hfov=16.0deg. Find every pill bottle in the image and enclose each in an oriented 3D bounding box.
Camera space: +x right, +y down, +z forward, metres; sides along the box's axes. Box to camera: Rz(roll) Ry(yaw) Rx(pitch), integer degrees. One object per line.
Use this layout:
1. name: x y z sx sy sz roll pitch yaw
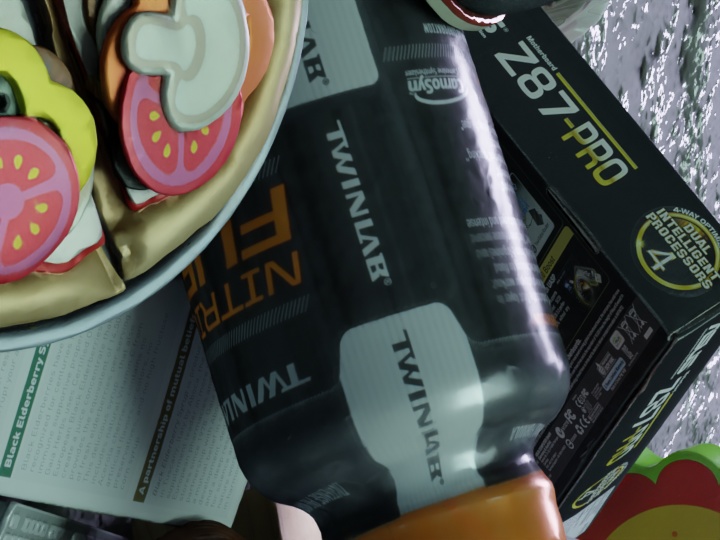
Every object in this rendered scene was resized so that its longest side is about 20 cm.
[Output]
1. pill bottle: 0.000 0.000 0.772 0.106 0.106 0.201 3 66 -63

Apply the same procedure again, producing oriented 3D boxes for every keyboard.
1. keyboard: -0.104 0.108 0.837 0.200 0.011 0.057 63 43 -80

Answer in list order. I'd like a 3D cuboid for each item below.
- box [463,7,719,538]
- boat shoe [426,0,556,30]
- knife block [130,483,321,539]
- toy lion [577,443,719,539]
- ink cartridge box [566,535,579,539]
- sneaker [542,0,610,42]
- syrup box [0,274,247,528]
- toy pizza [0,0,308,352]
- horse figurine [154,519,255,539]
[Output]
1. box: 0.045 0.001 0.899 0.049 0.161 0.200 -31 161 -27
2. boat shoe: 0.067 -0.118 0.801 0.200 0.062 0.072 -15 91 -62
3. knife block: -0.023 0.170 0.961 0.200 0.064 0.177 7 71 -64
4. toy lion: 0.106 0.148 1.075 0.200 0.192 0.069 -52 161 22
5. ink cartridge box: 0.034 0.156 0.826 0.200 0.146 0.086 -33 137 -61
6. sneaker: 0.075 -0.177 1.037 0.100 0.077 0.201 -101 -156 -53
7. syrup box: -0.105 0.025 0.787 0.200 0.078 0.082 25 83 -63
8. toy pizza: -0.085 -0.078 0.639 0.199 0.032 0.202 -6 99 -40
9. horse figurine: -0.083 0.154 0.803 0.201 0.050 0.133 -63 157 -23
